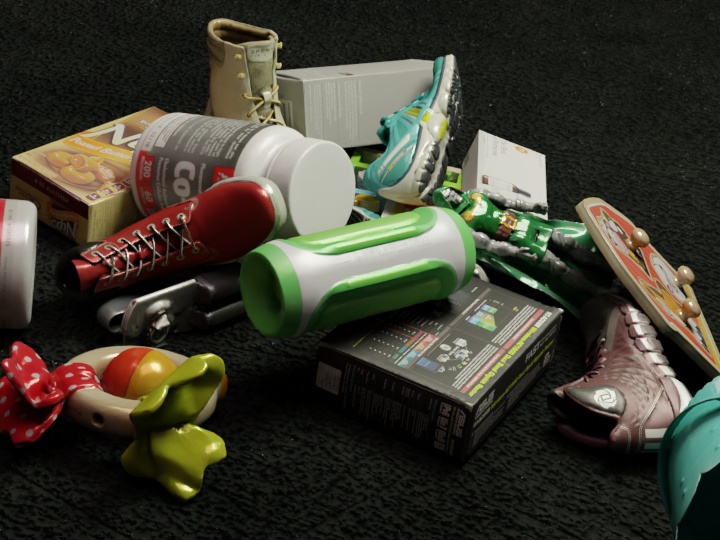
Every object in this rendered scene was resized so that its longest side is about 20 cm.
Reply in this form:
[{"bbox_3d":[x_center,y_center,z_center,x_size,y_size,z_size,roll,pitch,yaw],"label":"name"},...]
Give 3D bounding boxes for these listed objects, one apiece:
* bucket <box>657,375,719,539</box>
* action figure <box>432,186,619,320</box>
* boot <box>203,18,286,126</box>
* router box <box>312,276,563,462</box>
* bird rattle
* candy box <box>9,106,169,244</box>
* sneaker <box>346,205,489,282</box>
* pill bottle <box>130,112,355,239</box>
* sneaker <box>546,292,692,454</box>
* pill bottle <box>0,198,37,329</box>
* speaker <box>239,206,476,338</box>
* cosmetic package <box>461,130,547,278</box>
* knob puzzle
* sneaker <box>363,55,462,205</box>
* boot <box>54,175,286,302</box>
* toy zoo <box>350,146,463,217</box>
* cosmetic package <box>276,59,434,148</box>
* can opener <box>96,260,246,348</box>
[{"bbox_3d":[0.321,0.171,1.201,0.206,0.209,0.135,9,21,0],"label":"bucket"},{"bbox_3d":[0.159,-0.030,1.555,0.199,0.055,0.119,24,55,-4],"label":"action figure"},{"bbox_3d":[-0.099,-0.164,1.678,0.072,0.156,0.200,-18,38,-36],"label":"boot"},{"bbox_3d":[0.071,0.073,1.423,0.149,0.062,0.200,21,32,22],"label":"router box"},{"bbox_3d":[-0.193,0.106,1.297,0.199,0.114,0.163,6,16,20],"label":"bird rattle"},{"bbox_3d":[-0.240,-0.097,1.626,0.115,0.056,0.200,30,36,28],"label":"candy box"},{"bbox_3d":[0.030,-0.017,1.569,0.199,0.078,0.080,23,22,4],"label":"sneaker"},{"bbox_3d":[-0.112,-0.084,1.529,0.199,0.115,0.114,11,25,38],"label":"pill bottle"},{"bbox_3d":[0.208,0.089,1.427,0.115,0.076,0.200,-5,34,-17],"label":"sneaker"},{"bbox_3d":[-0.380,-0.010,1.384,0.198,0.113,0.112,4,31,-11],"label":"pill bottle"},{"bbox_3d":[0.000,0.000,1.381,0.199,0.089,0.088,-14,37,-32],"label":"speaker"},{"bbox_3d":[0.150,-0.070,1.680,0.082,0.051,0.200,22,31,-9],"label":"cosmetic package"},{"bbox_3d":[0.276,-0.003,1.525,0.220,0.030,0.220,43,21,-21],"label":"knob puzzle"},{"bbox_3d":[0.059,-0.154,1.699,0.079,0.078,0.201,8,50,18],"label":"sneaker"},{"bbox_3d":[-0.171,-0.022,1.421,0.199,0.073,0.144,-19,3,35],"label":"boot"},{"bbox_3d":[0.037,-0.068,1.692,0.130,0.021,0.200,12,30,5],"label":"toy zoo"},{"bbox_3d":[0.002,-0.185,1.794,0.199,0.091,0.107,-12,16,-29],"label":"cosmetic package"},{"bbox_3d":[-0.147,0.018,1.463,0.067,0.054,0.199,32,36,32],"label":"can opener"}]
